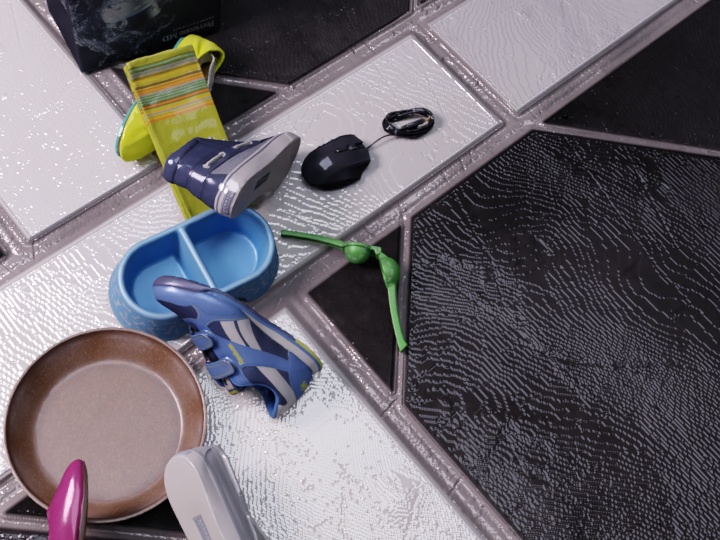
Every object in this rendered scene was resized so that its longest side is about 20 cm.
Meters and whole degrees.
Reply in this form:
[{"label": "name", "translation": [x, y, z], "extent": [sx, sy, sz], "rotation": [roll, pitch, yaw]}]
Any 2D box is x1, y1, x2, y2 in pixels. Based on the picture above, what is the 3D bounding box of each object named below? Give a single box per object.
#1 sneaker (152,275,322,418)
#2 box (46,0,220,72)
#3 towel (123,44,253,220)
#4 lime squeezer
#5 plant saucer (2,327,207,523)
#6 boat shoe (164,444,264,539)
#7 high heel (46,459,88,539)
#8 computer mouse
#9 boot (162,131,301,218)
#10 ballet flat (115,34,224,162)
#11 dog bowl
[{"label": "sneaker", "translation": [-0.134, 0.077, 0.967], "extent": [0.199, 0.074, 0.083], "rotation": [35, 77, -16]}, {"label": "box", "translation": [-0.276, -0.371, 1.132], "extent": [0.195, 0.201, 0.118], "rotation": [-24, 67, -20]}, {"label": "towel", "translation": [-0.197, -0.155, 1.088], "extent": [0.085, 0.018, 0.202], "rotation": [-23, 94, -19]}, {"label": "lime squeezer", "translation": [0.000, 0.000, 1.085], "extent": [0.200, 0.038, 0.071], "rotation": [43, 95, 13]}, {"label": "plant saucer", "translation": [-0.254, 0.157, 0.950], "extent": [0.198, 0.037, 0.203], "rotation": [4, 61, -8]}, {"label": "boat shoe", "translation": [-0.122, 0.263, 0.899], "extent": [0.068, 0.072, 0.202], "rotation": [-13, 71, -55]}, {"label": "high heel", "translation": [-0.301, 0.266, 0.840], "extent": [0.095, 0.067, 0.203], "rotation": [11, 80, -13]}, {"label": "computer mouse", "translation": [0.012, -0.158, 1.165], "extent": [0.199, 0.034, 0.059], "rotation": [-32, 71, -24]}, {"label": "boot", "translation": [-0.139, -0.128, 1.062], "extent": [0.090, 0.073, 0.200], "rotation": [28, 26, 6]}, {"label": "ballet flat", "translation": [-0.221, -0.206, 1.129], "extent": [0.066, 0.067, 0.201], "rotation": [17, 58, 11]}, {"label": "dog bowl", "translation": [-0.179, -0.004, 1.032], "extent": [0.198, 0.050, 0.112], "rotation": [-27, 78, -22]}]
